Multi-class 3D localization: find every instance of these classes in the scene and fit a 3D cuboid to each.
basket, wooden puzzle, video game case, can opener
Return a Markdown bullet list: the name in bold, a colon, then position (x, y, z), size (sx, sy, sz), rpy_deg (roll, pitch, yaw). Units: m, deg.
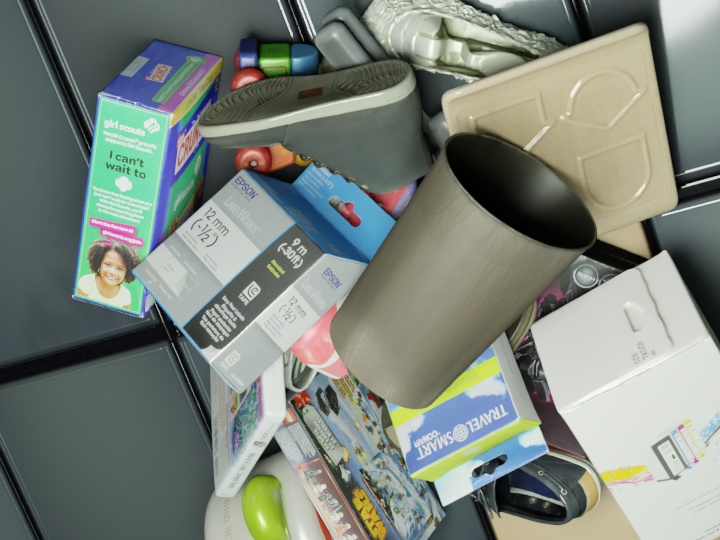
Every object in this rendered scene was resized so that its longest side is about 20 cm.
- **basket**: position (0.073, 0.006, 1.377), size (0.136, 0.180, 0.200), rpy_deg (50, 117, 23)
- **wooden puzzle**: position (0.172, -0.107, 1.441), size (0.184, 0.046, 0.201), rpy_deg (-19, 126, -3)
- **video game case**: position (-0.107, 0.082, 1.542), size (0.023, 0.202, 0.182), rpy_deg (6, 149, -18)
- **can opener**: position (0.039, -0.154, 1.483), size (0.066, 0.053, 0.200), rpy_deg (-31, 114, 31)

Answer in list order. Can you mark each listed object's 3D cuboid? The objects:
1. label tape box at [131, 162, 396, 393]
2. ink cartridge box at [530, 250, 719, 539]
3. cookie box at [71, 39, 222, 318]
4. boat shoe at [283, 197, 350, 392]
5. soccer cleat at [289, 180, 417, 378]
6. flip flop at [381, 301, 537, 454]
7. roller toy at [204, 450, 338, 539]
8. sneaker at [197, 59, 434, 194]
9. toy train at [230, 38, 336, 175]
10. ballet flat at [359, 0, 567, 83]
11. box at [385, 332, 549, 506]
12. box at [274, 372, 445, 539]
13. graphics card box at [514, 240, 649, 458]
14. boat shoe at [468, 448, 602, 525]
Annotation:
- **label tape box**: position (-0.080, -0.014, 1.443), size (0.200, 0.143, 0.066), rpy_deg (-44, 140, -2)
- **ink cartridge box**: position (0.264, 0.120, 1.467), size (0.144, 0.148, 0.201), rpy_deg (-29, 119, 10)
- **cookie box**: position (-0.193, -0.087, 1.531), size (0.074, 0.171, 0.202), rpy_deg (14, 116, 6)
- **boat shoe**: position (-0.033, 0.017, 1.541), size (0.073, 0.067, 0.202), rpy_deg (8, 105, -35)
- **soccer cleat**: position (0.000, 0.000, 1.489), size (0.066, 0.201, 0.076), rpy_deg (4, 148, 51)
- **flip flop**: position (0.096, 0.091, 1.526), size (0.081, 0.057, 0.201), rpy_deg (44, 105, 31)
- **roller toy**: position (-0.060, 0.273, 1.641), size (0.139, 0.183, 0.201), rpy_deg (-27, 101, 23)
- **sneaker**: position (-0.038, -0.109, 1.451), size (0.198, 0.075, 0.107), rpy_deg (-7, 125, 16)
- **toy train**: position (-0.057, -0.112, 1.542), size (0.114, 0.085, 0.202), rpy_deg (-2, 115, -1)
- **ballet flat**: position (0.090, -0.198, 1.466), size (0.198, 0.072, 0.072), rpy_deg (15, 116, 9)
- **box**: position (0.077, 0.091, 1.475), size (0.121, 0.048, 0.202), rpy_deg (-31, 64, 25)
- **box**: position (-0.004, 0.188, 1.602), size (0.040, 0.137, 0.201), rpy_deg (-26, 97, 30)
- **graphics card box**: position (0.189, 0.066, 1.559), size (0.124, 0.051, 0.201), rpy_deg (22, 116, 4)
- **boat shoe**: position (0.133, 0.198, 1.605), size (0.199, 0.062, 0.075), rpy_deg (11, 123, 33)
